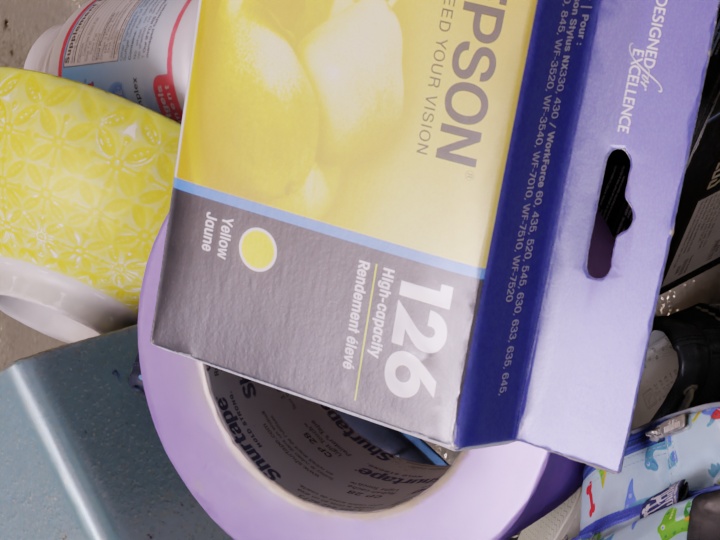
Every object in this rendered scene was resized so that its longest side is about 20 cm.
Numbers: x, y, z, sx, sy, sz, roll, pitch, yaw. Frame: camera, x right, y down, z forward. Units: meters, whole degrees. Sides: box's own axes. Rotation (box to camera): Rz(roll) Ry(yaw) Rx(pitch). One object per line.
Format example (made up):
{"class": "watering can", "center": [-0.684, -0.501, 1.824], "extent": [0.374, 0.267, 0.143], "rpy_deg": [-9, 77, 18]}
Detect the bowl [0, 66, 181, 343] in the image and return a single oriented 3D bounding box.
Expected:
{"class": "bowl", "center": [-0.148, -0.018, 1.226], "extent": [0.200, 0.200, 0.108], "rpy_deg": [2, 66, 52]}

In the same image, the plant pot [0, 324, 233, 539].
{"class": "plant pot", "center": [-0.117, 0.152, 1.222], "extent": [0.196, 0.196, 0.200], "rpy_deg": [-37, 75, 45]}

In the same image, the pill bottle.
{"class": "pill bottle", "center": [-0.109, -0.111, 1.269], "extent": [0.200, 0.109, 0.109], "rpy_deg": [0, 89, 52]}

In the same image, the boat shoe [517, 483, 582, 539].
{"class": "boat shoe", "center": [0.094, 0.165, 1.024], "extent": [0.072, 0.068, 0.200], "rpy_deg": [-78, 3, -55]}

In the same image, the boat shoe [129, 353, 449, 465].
{"class": "boat shoe", "center": [-0.029, 0.086, 1.114], "extent": [0.200, 0.084, 0.069], "rpy_deg": [30, 76, 31]}

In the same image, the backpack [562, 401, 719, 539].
{"class": "backpack", "center": [0.150, 0.148, 0.889], "extent": [0.200, 0.183, 0.147], "rpy_deg": [-31, 43, 51]}

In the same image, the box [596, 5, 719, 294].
{"class": "box", "center": [0.114, -0.110, 0.933], "extent": [0.164, 0.086, 0.200], "rpy_deg": [49, 148, 25]}

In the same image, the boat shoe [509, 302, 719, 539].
{"class": "boat shoe", "center": [0.106, 0.074, 1.032], "extent": [0.200, 0.060, 0.076], "rpy_deg": [-49, 55, 40]}

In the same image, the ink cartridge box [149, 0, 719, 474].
{"class": "ink cartridge box", "center": [0.021, -0.038, 0.853], "extent": [0.200, 0.047, 0.198], "rpy_deg": [17, 105, 28]}

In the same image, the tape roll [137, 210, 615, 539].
{"class": "tape roll", "center": [0.010, 0.030, 0.946], "extent": [0.200, 0.085, 0.200], "rpy_deg": [6, 103, 29]}
